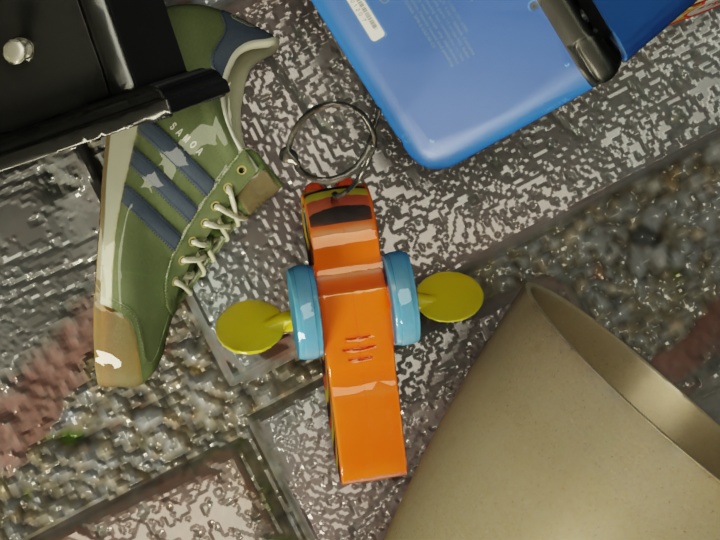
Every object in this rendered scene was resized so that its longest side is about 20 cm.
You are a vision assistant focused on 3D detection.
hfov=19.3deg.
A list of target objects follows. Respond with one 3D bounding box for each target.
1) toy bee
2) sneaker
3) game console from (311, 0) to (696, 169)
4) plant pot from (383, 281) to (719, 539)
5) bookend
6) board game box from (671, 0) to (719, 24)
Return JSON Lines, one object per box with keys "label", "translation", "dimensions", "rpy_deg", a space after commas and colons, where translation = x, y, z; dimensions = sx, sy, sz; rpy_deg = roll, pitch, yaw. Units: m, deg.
{"label": "toy bee", "translation": [0.000, 0.000, 1.082], "dimensions": [0.130, 0.109, 0.201], "rpy_deg": [12, 111, -12]}
{"label": "sneaker", "translation": [-0.085, -0.039, 1.081], "dimensions": [0.089, 0.067, 0.202], "rpy_deg": [4, 84, 1]}
{"label": "game console", "translation": [0.062, -0.183, 1.065], "dimensions": [0.170, 0.118, 0.201], "rpy_deg": [-28, 101, 26]}
{"label": "plant pot", "translation": [0.088, 0.141, 1.045], "dimensions": [0.187, 0.187, 0.200], "rpy_deg": [41, 99, -1]}
{"label": "bookend", "translation": [-0.194, -0.143, 1.011], "dimensions": [0.199, 0.092, 0.200], "rpy_deg": [-16, 97, 17]}
{"label": "board game box", "translation": [0.129, -0.198, 1.117], "dimensions": [0.199, 0.046, 0.152], "rpy_deg": [-20, 89, -5]}
